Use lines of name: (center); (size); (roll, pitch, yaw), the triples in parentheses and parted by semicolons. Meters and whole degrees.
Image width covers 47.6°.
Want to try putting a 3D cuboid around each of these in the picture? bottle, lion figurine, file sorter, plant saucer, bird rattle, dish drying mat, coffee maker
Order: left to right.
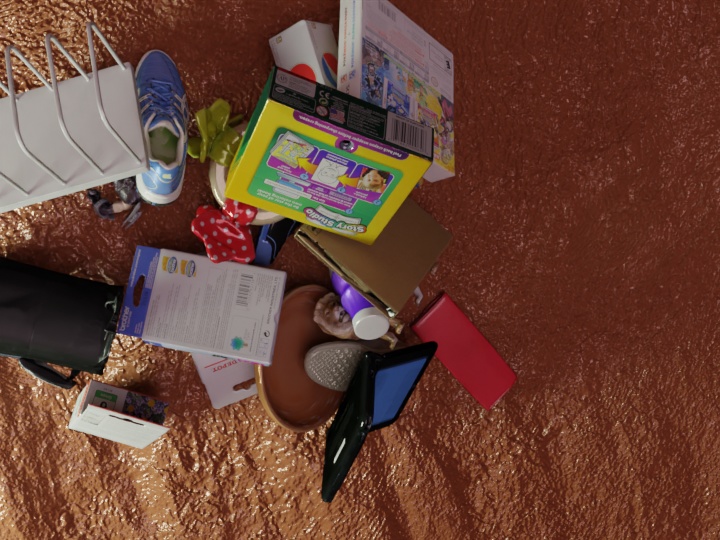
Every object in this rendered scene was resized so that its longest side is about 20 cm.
coffee maker: (-0.401, 0.045, 1.009); (0.196, 0.137, 0.193); (14, 146, -18)
file sorter: (-0.356, -0.171, 0.906); (0.196, 0.125, 0.142); (-15, 73, 1)
bird rattle: (-0.144, -0.114, 1.034); (0.159, 0.113, 0.205); (-11, 88, -3)
plant saucer: (-0.082, 0.122, 1.143); (0.198, 0.037, 0.205); (-2, 93, -52)
bottle: (0.000, 0.000, 1.092); (0.082, 0.203, 0.066); (1, 136, -14)
lion figurine: (0.024, 0.029, 1.163); (0.121, 0.201, 0.073); (29, 142, 9)
dish drying mat: (0.163, 0.127, 1.268); (0.077, 0.018, 0.200); (-43, 110, -1)

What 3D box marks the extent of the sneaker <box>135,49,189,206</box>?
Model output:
sneaker: (-0.240, -0.186, 1.005); (0.074, 0.077, 0.204); (-1, 71, -25)

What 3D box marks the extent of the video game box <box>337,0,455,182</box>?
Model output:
video game box: (0.049, -0.232, 1.033); (0.198, 0.046, 0.186); (23, 60, -46)

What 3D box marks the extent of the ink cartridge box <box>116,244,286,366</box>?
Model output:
ink cartridge box: (-0.199, 0.045, 1.041); (0.195, 0.042, 0.122); (11, 77, -6)

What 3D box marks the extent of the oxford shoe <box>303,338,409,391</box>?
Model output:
oxford shoe: (-0.004, 0.128, 1.176); (0.197, 0.058, 0.077); (2, 117, -39)

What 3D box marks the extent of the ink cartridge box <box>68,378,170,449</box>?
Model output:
ink cartridge box: (-0.313, 0.185, 1.068); (0.107, 0.200, 0.051); (21, 64, -18)

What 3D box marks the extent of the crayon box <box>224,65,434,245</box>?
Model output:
crayon box: (-0.039, -0.125, 0.947); (0.196, 0.059, 0.173); (18, 143, -17)

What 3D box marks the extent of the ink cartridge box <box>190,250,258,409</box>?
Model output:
ink cartridge box: (-0.187, 0.075, 1.133); (0.114, 0.068, 0.204); (-19, 109, -8)

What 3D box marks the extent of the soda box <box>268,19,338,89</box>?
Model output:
soda box: (-0.048, -0.211, 1.044); (0.063, 0.068, 0.204); (-19, 88, 30)

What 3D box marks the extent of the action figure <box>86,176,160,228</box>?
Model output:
action figure: (-0.328, -0.138, 1.040); (0.198, 0.069, 0.132); (31, 89, -24)

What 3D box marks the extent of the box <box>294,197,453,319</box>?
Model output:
box: (0.024, -0.045, 1.075); (0.163, 0.200, 0.021); (40, 131, 1)

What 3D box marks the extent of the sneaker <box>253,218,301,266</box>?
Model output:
sneaker: (-0.086, -0.094, 1.111); (0.076, 0.070, 0.204); (19, 99, -11)

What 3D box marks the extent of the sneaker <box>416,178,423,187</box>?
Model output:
sneaker: (0.024, -0.201, 1.116); (0.087, 0.075, 0.203); (-22, 101, 1)

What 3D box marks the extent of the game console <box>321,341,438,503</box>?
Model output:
game console: (0.028, 0.212, 1.145); (0.114, 0.178, 0.202); (15, 131, -10)
